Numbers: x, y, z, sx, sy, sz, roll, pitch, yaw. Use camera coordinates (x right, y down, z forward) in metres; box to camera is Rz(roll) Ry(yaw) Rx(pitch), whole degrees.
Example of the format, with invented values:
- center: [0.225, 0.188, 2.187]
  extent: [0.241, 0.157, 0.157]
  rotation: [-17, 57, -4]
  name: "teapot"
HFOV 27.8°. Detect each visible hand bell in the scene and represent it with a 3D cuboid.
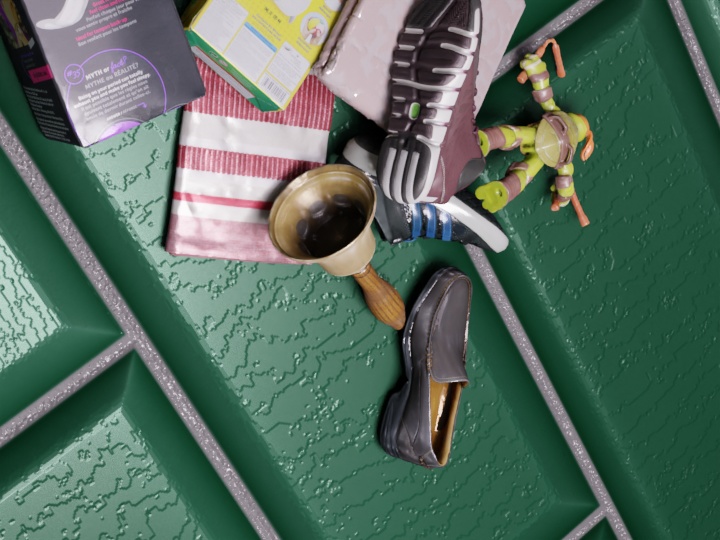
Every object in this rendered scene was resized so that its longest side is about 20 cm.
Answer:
- center: [0.000, 0.000, 1.363]
  extent: [0.104, 0.104, 0.200]
  rotation: [-48, 142, -11]
  name: "hand bell"

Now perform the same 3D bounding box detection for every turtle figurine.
- center: [0.179, -0.115, 1.432]
  extent: [0.161, 0.064, 0.200]
  rotation: [-28, 116, -36]
  name: "turtle figurine"

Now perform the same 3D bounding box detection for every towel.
- center: [-0.099, -0.108, 1.328]
  extent: [0.144, 0.023, 0.200]
  rotation: [5, 97, -27]
  name: "towel"
- center: [0.058, -0.216, 1.351]
  extent: [0.200, 0.032, 0.191]
  rotation: [32, 80, -45]
  name: "towel"

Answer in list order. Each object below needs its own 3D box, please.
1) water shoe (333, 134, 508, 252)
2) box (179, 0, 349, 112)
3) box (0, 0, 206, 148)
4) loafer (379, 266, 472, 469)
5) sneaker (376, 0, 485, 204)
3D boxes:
- center: [0.052, -0.058, 1.403]
  extent: [0.200, 0.072, 0.079]
  rotation: [30, 108, -26]
  name: "water shoe"
- center: [-0.066, -0.254, 1.286]
  extent: [0.117, 0.048, 0.200]
  rotation: [40, 73, -27]
  name: "box"
- center: [-0.227, -0.215, 1.185]
  extent: [0.122, 0.106, 0.200]
  rotation: [-27, 112, -23]
  name: "box"
- center: [0.082, 0.097, 1.432]
  extent: [0.073, 0.072, 0.200]
  rotation: [4, 101, -43]
  name: "loafer"
- center: [0.081, -0.153, 1.330]
  extent: [0.115, 0.076, 0.200]
  rotation: [12, 96, -56]
  name: "sneaker"
